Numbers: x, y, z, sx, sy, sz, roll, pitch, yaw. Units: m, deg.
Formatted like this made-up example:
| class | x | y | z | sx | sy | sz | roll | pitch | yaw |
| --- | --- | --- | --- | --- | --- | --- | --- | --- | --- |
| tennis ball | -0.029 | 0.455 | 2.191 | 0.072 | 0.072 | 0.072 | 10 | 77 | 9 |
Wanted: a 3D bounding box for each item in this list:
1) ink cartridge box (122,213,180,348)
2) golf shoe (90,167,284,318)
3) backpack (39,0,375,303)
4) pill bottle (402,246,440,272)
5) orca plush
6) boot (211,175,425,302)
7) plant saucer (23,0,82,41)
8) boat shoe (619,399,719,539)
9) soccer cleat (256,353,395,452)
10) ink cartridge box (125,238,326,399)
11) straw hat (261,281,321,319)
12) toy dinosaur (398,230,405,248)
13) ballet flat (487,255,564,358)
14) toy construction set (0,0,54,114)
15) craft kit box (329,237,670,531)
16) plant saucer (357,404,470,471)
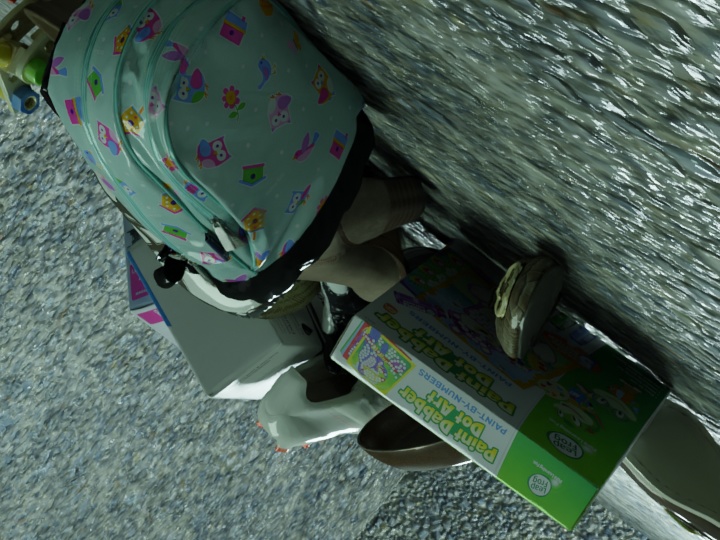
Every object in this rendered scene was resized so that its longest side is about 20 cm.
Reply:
| class | x | y | z | sx | sy | sz | roll | pitch | yaw |
| --- | --- | --- | --- | --- | --- | --- | --- | --- | --- |
| ink cartridge box | -0.167 | -0.033 | 1.686 | 0.119 | 0.042 | 0.201 | 43 | -145 | -55 |
| golf shoe | -0.138 | -0.042 | 1.385 | 0.200 | 0.078 | 0.094 | 45 | -175 | 8 |
| backpack | -0.082 | -0.090 | 1.097 | 0.126 | 0.168 | 0.200 | 9 | 155 | 39 |
| pill bottle | 0.059 | 0.040 | 1.547 | 0.111 | 0.111 | 0.200 | 38 | 176 | -17 |
| orca plush | 0.000 | 0.000 | 1.475 | 0.071 | 0.201 | 0.105 | 26 | -145 | 24 |
| boot | -0.039 | -0.015 | 1.342 | 0.200 | 0.145 | 0.071 | 109 | 145 | -63 |
| plant saucer | -0.140 | -0.123 | 1.286 | 0.200 | 0.030 | 0.200 | 37 | 176 | 3 |
| boat shoe | 0.253 | 0.161 | 1.438 | 0.199 | 0.072 | 0.060 | 33 | 152 | -3 |
| soccer cleat | -0.003 | 0.101 | 1.594 | 0.199 | 0.078 | 0.069 | -10 | -131 | -48 |
| ink cartridge box | -0.090 | 0.028 | 1.605 | 0.146 | 0.084 | 0.200 | 58 | -164 | 15 |
| straw hat | -0.062 | -0.066 | 1.489 | 0.085 | 0.202 | 0.201 | -25 | 128 | 37 |
| toy dinosaur | 0.004 | -0.028 | 1.689 | 0.102 | 0.077 | 0.200 | 23 | 165 | 24 |
| ballet flat | 0.103 | 0.019 | 1.251 | 0.046 | 0.068 | 0.200 | 29 | -178 | 7 |
| toy construction set | -0.249 | -0.198 | 1.349 | 0.092 | 0.131 | 0.200 | 35 | 176 | 23 |
| craft kit box | 0.103 | 0.073 | 1.331 | 0.200 | 0.049 | 0.197 | 35 | -151 | 10 |
| plant saucer | 0.095 | 0.113 | 1.517 | 0.200 | 0.199 | 0.032 | -159 | 48 | -77 |
